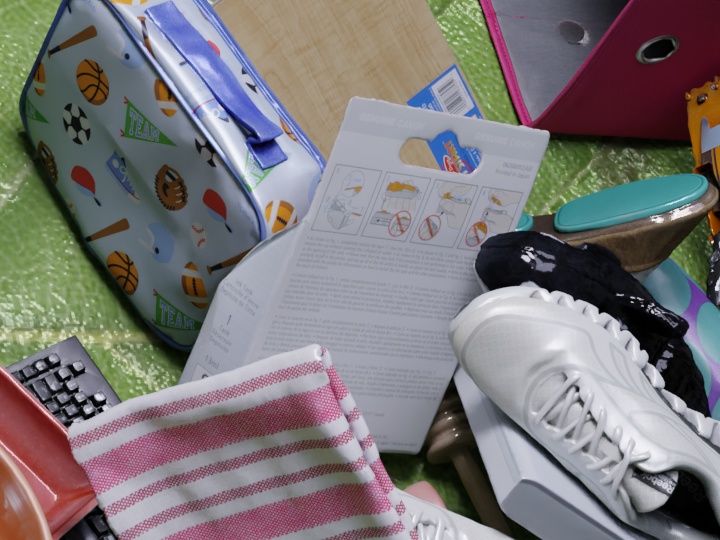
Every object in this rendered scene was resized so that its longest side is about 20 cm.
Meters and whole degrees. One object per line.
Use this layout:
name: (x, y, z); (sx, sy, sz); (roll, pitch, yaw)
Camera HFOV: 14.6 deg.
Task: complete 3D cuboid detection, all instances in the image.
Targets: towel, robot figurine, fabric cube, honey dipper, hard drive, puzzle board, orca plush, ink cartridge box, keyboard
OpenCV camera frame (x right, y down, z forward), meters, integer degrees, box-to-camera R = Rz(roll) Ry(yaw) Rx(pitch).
towel: (-0.043, 0.143, 1.378); (0.201, 0.146, 0.030); (65, 21, -14)
robot figurine: (0.261, -0.018, 1.739); (0.145, 0.058, 0.201); (16, 56, -45)
fabric cube: (0.204, -0.212, 1.786); (0.198, 0.196, 0.201); (3, 55, -29)
honey dipper: (0.078, 0.146, 1.560); (0.038, 0.038, 0.201); (-12, 65, -34)
hard drive: (0.113, 0.105, 1.535); (0.132, 0.027, 0.200); (34, 16, -21)
puzzle board: (-0.003, -0.095, 1.630); (0.151, 0.017, 0.201); (-40, 112, -31)
orca plush: (0.149, 0.049, 1.520); (0.105, 0.071, 0.200); (-46, 110, -34)
ink cartridge box: (0.000, 0.000, 1.496); (0.162, 0.201, 0.050); (7, 20, -45)
keyboard: (-0.106, 0.118, 1.491); (0.127, 0.021, 0.200); (-24, 72, -39)

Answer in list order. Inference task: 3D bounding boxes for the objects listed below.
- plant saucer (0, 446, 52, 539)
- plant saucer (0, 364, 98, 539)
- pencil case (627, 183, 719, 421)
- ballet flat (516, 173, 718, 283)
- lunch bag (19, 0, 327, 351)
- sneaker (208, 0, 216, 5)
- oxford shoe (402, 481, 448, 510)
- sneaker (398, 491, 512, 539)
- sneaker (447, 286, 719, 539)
plant saucer: (-0.243, 0.143, 1.340); (0.199, 0.032, 0.201); (13, 54, -19)
plant saucer: (-0.257, 0.101, 1.405); (0.200, 0.037, 0.200); (43, 50, 6)
pencil case: (0.185, 0.052, 1.655); (0.200, 0.085, 0.092); (54, 8, 14)
ballet flat: (0.111, -0.004, 1.602); (0.068, 0.199, 0.073); (-68, 146, -68)
lunch bag: (-0.097, -0.064, 1.533); (0.075, 0.160, 0.200); (-26, 71, -39)
sneaker: (-0.078, -0.131, 1.658); (0.199, 0.077, 0.089); (26, 25, -31)
oxford shoe: (0.039, 0.212, 1.481); (0.073, 0.071, 0.201); (-17, 61, -13)
sneaker: (0.000, 0.138, 1.428); (0.199, 0.081, 0.075); (15, 57, 2)
sneaker: (0.131, 0.082, 1.466); (0.200, 0.075, 0.081); (36, 24, -11)
